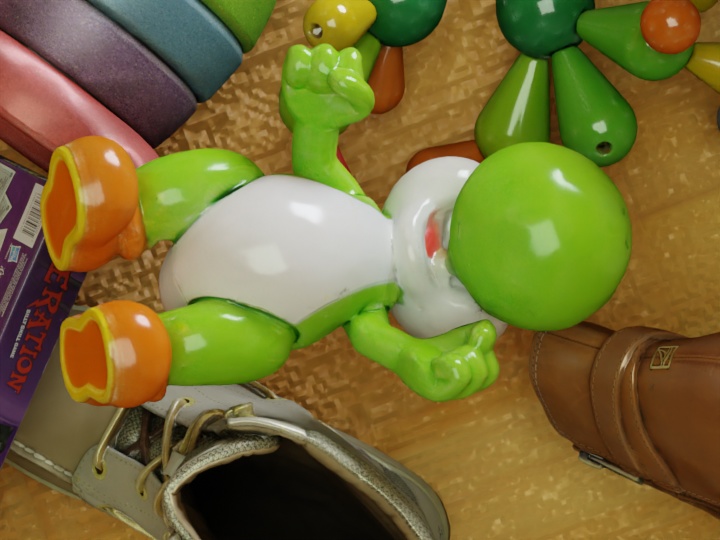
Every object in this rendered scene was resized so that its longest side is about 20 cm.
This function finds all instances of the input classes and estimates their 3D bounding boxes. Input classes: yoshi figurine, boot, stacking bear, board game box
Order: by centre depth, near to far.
[{"bbox_3d":[0.004,-0.009,0.903,0.199,0.112,0.113,-5,120,-23],"label":"yoshi figurine"},{"bbox_3d":[-0.062,0.065,0.960,0.200,0.155,0.072,25,90,2],"label":"boot"},{"bbox_3d":[-0.067,-0.130,0.985,0.121,0.114,0.200,36,84,-6],"label":"stacking bear"},{"bbox_3d":[0.157,0.078,0.986,0.154,0.200,0.074,10,59,35],"label":"boot"},{"bbox_3d":[-0.165,0.051,0.989,0.032,0.120,0.201,23,91,-43],"label":"board game box"}]

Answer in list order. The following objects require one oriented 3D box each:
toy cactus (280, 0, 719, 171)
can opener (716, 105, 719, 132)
[{"bbox_3d":[0.053,-0.114,0.991,0.199,0.102,0.165,-22,79,10],"label":"toy cactus"},{"bbox_3d":[0.210,-0.075,0.952,0.067,0.200,0.053,-44,104,-33],"label":"can opener"}]
